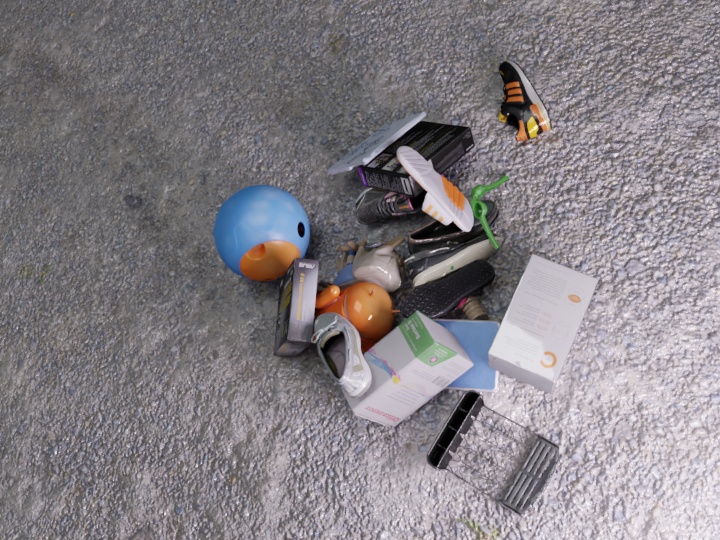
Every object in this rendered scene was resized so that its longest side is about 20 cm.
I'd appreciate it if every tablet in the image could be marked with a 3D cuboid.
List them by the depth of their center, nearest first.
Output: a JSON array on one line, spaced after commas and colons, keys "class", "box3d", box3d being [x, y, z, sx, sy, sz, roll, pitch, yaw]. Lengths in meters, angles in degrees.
[{"class": "tablet", "box3d": [0.164, 0.156, 1.601, 0.199, 0.014, 0.131, 0, 80, 27]}]

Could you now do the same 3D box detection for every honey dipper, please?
[{"class": "honey dipper", "box3d": [0.182, 0.024, 1.663, 0.038, 0.038, 0.200, -35, 54, 5]}]

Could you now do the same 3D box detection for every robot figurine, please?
[{"class": "robot figurine", "box3d": [-0.014, 0.094, 1.649, 0.200, 0.116, 0.144, -29, 83, 40]}]

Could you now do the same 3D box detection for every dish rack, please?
[{"class": "dish rack", "box3d": [0.233, 0.316, 1.477, 0.200, 0.055, 0.154, 26, 79, 33]}]

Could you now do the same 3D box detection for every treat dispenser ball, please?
[{"class": "treat dispenser ball", "box3d": [-0.206, -0.078, 1.797, 0.200, 0.201, 0.202, -11, 61, 20]}]

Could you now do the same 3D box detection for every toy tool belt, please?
[{"class": "toy tool belt", "box3d": [0.000, 0.000, 1.722, 0.199, 0.125, 0.123, -19, 38, 34]}]

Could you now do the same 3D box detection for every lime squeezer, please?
[{"class": "lime squeezer", "box3d": [0.243, -0.123, 1.668, 0.038, 0.070, 0.201, -40, 26, 43]}]

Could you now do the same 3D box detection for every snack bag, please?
[{"class": "snack bag", "box3d": [0.036, -0.265, 1.797, 0.188, 0.021, 0.200, -40, 15, -20]}]

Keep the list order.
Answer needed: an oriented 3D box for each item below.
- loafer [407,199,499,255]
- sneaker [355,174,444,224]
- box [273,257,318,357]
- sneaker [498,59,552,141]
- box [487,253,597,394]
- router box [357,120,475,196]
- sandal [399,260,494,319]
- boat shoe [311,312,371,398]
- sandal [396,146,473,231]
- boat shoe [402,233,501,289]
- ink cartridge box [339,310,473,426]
[{"class": "loafer", "box3d": [0.182, -0.086, 1.686, 0.199, 0.063, 0.072, -30, 51, -4]}, {"class": "sneaker", "box3d": [0.079, -0.146, 1.753, 0.199, 0.081, 0.086, -25, 26, 12]}, {"class": "box", "box3d": [-0.128, 0.077, 1.677, 0.048, 0.200, 0.159, 8, 75, -11]}, {"class": "sneaker", "box3d": [0.315, -0.351, 1.773, 0.090, 0.070, 0.201, -28, 58, 6]}, {"class": "box", "box3d": [0.319, 0.094, 1.509, 0.124, 0.098, 0.201, 23, 75, 16]}, {"class": "router box", "box3d": [0.115, -0.233, 1.756, 0.149, 0.051, 0.200, 18, 49, 44]}, {"class": "sandal", "box3d": [0.166, 0.048, 1.612, 0.199, 0.045, 0.075, -26, 55, -16]}, {"class": "boat shoe", "box3d": [-0.041, 0.138, 1.517, 0.074, 0.065, 0.202, -40, 40, 14]}, {"class": "sandal", "box3d": [0.134, -0.150, 1.646, 0.059, 0.207, 0.079, -39, 7, 38]}, {"class": "boat shoe", "box3d": [0.178, -0.033, 1.644, 0.199, 0.072, 0.068, -22, 56, -14]}, {"class": "ink cartridge box", "box3d": [0.079, 0.181, 1.543, 0.200, 0.145, 0.088, -42, 52, 14]}]
